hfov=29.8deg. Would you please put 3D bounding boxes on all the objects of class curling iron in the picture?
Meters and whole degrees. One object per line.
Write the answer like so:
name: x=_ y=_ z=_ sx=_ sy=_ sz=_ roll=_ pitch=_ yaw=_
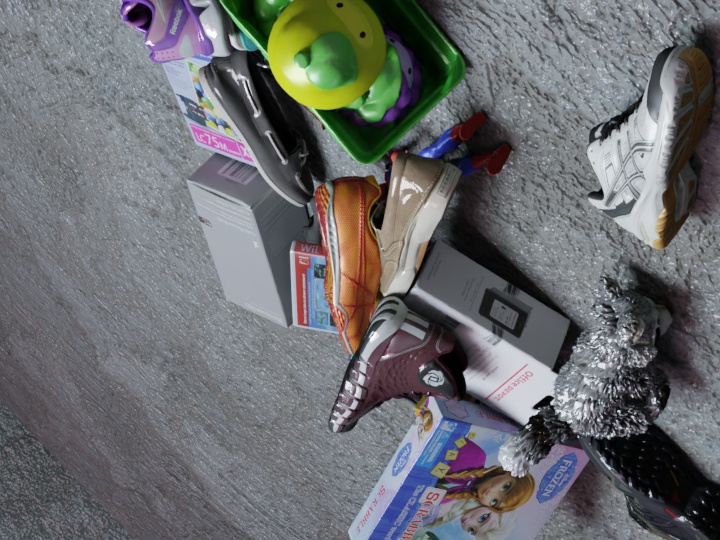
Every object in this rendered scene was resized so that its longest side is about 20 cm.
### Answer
curling iron: x=-0.037 y=-0.154 z=1.311 sx=0.200 sy=0.026 sz=0.050 roll=45 pitch=-174 yaw=29

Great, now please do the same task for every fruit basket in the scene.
fruit basket: x=-0.018 y=-0.197 z=1.131 sx=0.216 sy=0.155 sz=0.216 roll=44 pitch=168 yaw=12

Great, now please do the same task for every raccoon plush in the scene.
raccoon plush: x=0.202 y=0.102 z=1.218 sx=0.097 sy=0.200 sz=0.134 roll=39 pitch=169 yaw=39

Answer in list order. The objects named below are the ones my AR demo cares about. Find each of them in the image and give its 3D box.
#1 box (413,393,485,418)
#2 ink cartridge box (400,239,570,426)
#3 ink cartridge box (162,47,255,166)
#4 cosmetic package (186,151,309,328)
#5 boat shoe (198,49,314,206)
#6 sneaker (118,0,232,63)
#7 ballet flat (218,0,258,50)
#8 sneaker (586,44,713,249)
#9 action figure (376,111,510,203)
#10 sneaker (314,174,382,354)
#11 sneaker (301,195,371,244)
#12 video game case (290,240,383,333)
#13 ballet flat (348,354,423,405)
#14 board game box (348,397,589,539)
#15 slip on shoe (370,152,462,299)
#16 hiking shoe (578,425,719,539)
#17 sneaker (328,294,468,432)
box: x=0.131 y=0.183 z=1.492 sx=0.041 sy=0.119 sz=0.201 roll=18 pitch=143 yaw=40
ink cartridge box: x=0.126 y=0.068 z=1.353 sx=0.199 sy=0.067 sz=0.116 roll=31 pitch=145 yaw=-7
ink cartridge box: x=-0.160 y=-0.207 z=1.447 sx=0.119 sy=0.042 sz=0.201 roll=22 pitch=143 yaw=37
cosmetic package: x=-0.118 y=-0.040 z=1.567 sx=0.106 sy=0.090 sz=0.201 roll=22 pitch=142 yaw=32
boat shoe: x=-0.091 y=-0.145 z=1.398 sx=0.057 sy=0.067 sz=0.200 roll=-25 pitch=128 yaw=17
sneaker: x=-0.195 y=-0.275 z=1.286 sx=0.081 sy=0.088 sz=0.201 roll=77 pitch=169 yaw=-63
ballet flat: x=-0.119 y=-0.289 z=1.257 sx=0.069 sy=0.069 sz=0.201 roll=34 pitch=153 yaw=20
sneaker: x=0.212 y=-0.098 z=1.038 sx=0.087 sy=0.076 sz=0.201 roll=31 pitch=149 yaw=24
action figure: x=0.063 y=-0.094 z=1.285 sx=0.065 sy=0.052 sz=0.200 roll=45 pitch=155 yaw=-12
sneaker: x=0.000 y=0.000 z=1.349 sx=0.073 sy=0.076 sz=0.202 roll=-113 pitch=17 yaw=-53
sneaker: x=-0.024 y=-0.018 z=1.499 sx=0.091 sy=0.076 sz=0.201 roll=46 pitch=150 yaw=22
video game case: x=0.024 y=0.031 z=1.443 sx=0.198 sy=0.018 sz=0.144 roll=9 pitch=145 yaw=5
ballet flat: x=0.057 y=0.114 z=1.492 sx=0.073 sy=0.074 sz=0.199 roll=17 pitch=179 yaw=42
board game box: x=0.117 y=0.235 z=1.437 sx=0.201 sy=0.198 sz=0.041 roll=-61 pitch=30 yaw=26
slip on shoe: x=0.039 y=-0.041 z=1.257 sx=0.060 sy=0.077 sz=0.200 roll=24 pitch=153 yaw=1
hiking shoe: x=0.289 y=0.224 z=1.376 sx=0.200 sy=0.076 sz=0.101 roll=42 pitch=150 yaw=4
sneaker: x=0.042 y=0.117 z=1.341 sx=0.115 sy=0.076 sz=0.201 roll=23 pitch=140 yaw=-1
